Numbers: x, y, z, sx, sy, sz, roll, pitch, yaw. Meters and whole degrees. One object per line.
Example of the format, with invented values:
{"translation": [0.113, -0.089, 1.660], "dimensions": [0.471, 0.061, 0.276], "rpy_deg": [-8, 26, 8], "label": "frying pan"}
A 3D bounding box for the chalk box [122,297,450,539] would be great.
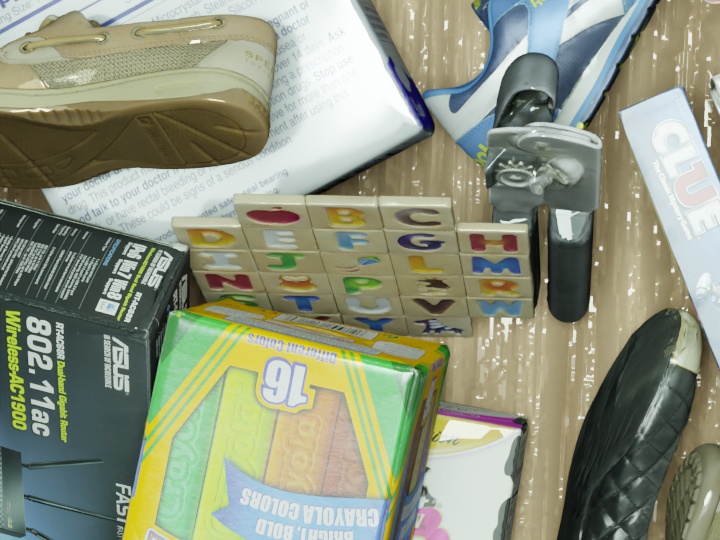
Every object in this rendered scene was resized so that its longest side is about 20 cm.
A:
{"translation": [-0.041, 0.125, 1.322], "dimensions": [0.124, 0.124, 0.201], "rpy_deg": [12, 94, 8], "label": "chalk box"}

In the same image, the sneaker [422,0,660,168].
{"translation": [0.104, -0.137, 1.379], "dimensions": [0.082, 0.074, 0.201], "rpy_deg": [31, 95, 6], "label": "sneaker"}

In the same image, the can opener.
{"translation": [0.089, -0.039, 1.334], "dimensions": [0.053, 0.200, 0.067], "rpy_deg": [5, 69, 6], "label": "can opener"}

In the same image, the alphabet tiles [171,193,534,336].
{"translation": [0.000, 0.000, 1.339], "dimensions": [0.165, 0.200, 0.006], "rpy_deg": [2, 72, 6], "label": "alphabet tiles"}

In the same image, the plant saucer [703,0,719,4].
{"translation": [0.257, -0.219, 1.334], "dimensions": [0.198, 0.037, 0.201], "rpy_deg": [-7, 64, 13], "label": "plant saucer"}

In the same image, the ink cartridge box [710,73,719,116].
{"translation": [0.287, -0.068, 1.357], "dimensions": [0.199, 0.083, 0.147], "rpy_deg": [-24, 90, 6], "label": "ink cartridge box"}

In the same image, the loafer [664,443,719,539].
{"translation": [0.182, 0.171, 1.364], "dimensions": [0.067, 0.076, 0.201], "rpy_deg": [1, 124, 3], "label": "loafer"}

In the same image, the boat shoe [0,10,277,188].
{"translation": [-0.133, -0.084, 1.312], "dimensions": [0.199, 0.071, 0.065], "rpy_deg": [-1, 59, 15], "label": "boat shoe"}

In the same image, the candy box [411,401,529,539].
{"translation": [0.003, 0.163, 1.412], "dimensions": [0.136, 0.061, 0.201], "rpy_deg": [9, 94, 6], "label": "candy box"}

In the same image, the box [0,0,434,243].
{"translation": [-0.088, -0.115, 1.384], "dimensions": [0.183, 0.105, 0.201], "rpy_deg": [-27, 91, 8], "label": "box"}

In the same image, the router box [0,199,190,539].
{"translation": [-0.161, 0.058, 1.361], "dimensions": [0.149, 0.062, 0.201], "rpy_deg": [13, 137, 10], "label": "router box"}

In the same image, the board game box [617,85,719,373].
{"translation": [0.177, 0.010, 1.347], "dimensions": [0.034, 0.135, 0.201], "rpy_deg": [-22, 91, 7], "label": "board game box"}

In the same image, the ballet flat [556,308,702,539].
{"translation": [0.136, 0.115, 1.402], "dimensions": [0.056, 0.066, 0.201], "rpy_deg": [14, 100, -17], "label": "ballet flat"}
